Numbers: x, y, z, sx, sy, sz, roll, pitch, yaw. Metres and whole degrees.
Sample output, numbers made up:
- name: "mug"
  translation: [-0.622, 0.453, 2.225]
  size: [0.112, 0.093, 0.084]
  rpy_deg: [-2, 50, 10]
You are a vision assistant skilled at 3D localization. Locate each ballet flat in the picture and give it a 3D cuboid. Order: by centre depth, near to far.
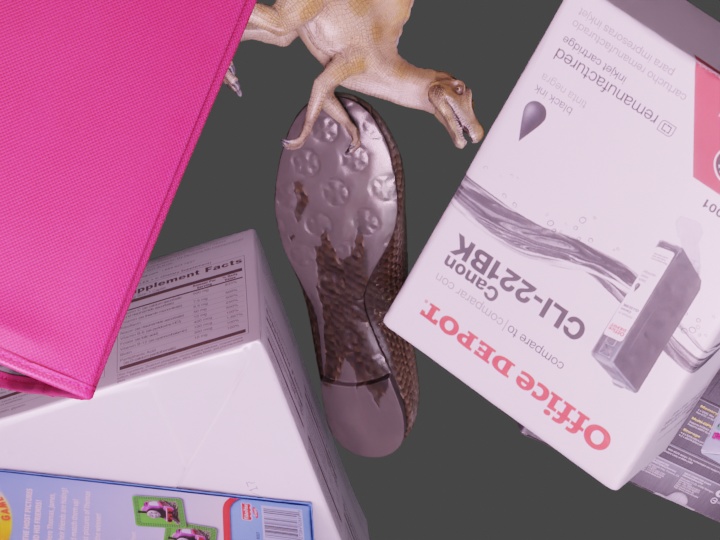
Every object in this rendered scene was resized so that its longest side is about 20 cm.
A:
- name: "ballet flat"
  translation: [0.000, 0.000, 1.211]
  size: [0.067, 0.046, 0.200]
  rpy_deg: [1, 118, 20]

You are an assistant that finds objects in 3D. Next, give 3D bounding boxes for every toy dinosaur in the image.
- name: "toy dinosaur"
  translation: [-0.027, -0.126, 1.129]
  size: [0.101, 0.058, 0.200]
  rpy_deg: [-39, 103, -6]

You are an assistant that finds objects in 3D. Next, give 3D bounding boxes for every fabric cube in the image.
- name: "fabric cube"
  translation: [-0.181, -0.074, 1.012]
  size: [0.196, 0.200, 0.200]
  rpy_deg: [25, 81, -18]

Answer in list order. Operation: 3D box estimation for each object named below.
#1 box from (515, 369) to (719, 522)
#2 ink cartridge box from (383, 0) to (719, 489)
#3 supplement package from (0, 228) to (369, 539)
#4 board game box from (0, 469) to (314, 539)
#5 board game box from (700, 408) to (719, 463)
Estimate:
- name: "box"
  translation: [0.201, 0.051, 1.252]
  size: [0.200, 0.048, 0.159]
  rpy_deg: [24, 114, -18]
- name: "ink cartridge box"
  translation: [0.124, -0.020, 1.143]
  size: [0.144, 0.084, 0.200]
  rpy_deg: [36, 115, 15]
- name: "supplement package"
  translation: [-0.093, 0.107, 1.222]
  size: [0.155, 0.111, 0.200]
  rpy_deg: [-17, 121, 5]
- name: "board game box"
  translation: [-0.118, 0.153, 1.095]
  size: [0.199, 0.151, 0.037]
  rpy_deg: [8, 122, -9]
- name: "board game box"
  translation: [0.288, 0.042, 1.189]
  size: [0.200, 0.043, 0.199]
  rpy_deg: [29, 80, -25]
